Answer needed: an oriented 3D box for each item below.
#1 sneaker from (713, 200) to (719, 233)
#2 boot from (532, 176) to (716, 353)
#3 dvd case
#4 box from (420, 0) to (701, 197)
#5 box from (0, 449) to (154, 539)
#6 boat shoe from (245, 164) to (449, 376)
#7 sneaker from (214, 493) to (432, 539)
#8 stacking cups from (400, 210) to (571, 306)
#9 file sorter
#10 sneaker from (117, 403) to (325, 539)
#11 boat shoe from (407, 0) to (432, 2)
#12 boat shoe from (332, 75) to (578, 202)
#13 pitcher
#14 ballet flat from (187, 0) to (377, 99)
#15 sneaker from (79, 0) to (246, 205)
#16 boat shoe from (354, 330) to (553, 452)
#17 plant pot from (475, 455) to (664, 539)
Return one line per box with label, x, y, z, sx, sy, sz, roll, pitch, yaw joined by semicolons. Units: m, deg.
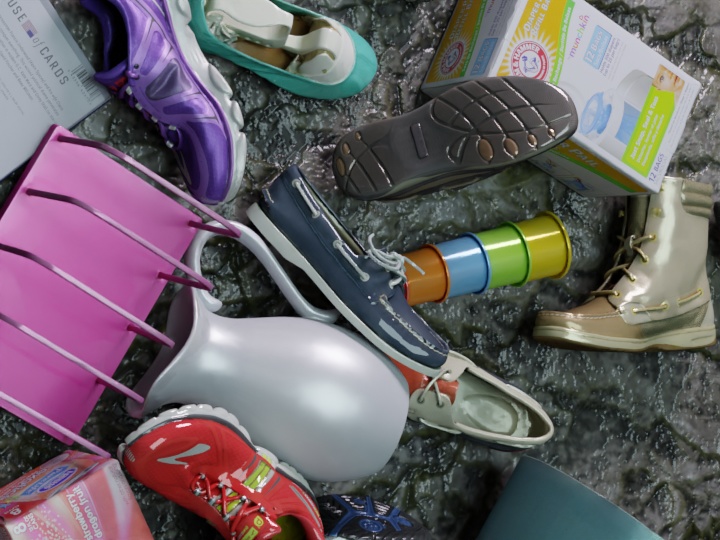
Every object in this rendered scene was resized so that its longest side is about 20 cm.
sneaker;0.402;-0.081;1.930;0.200;0.074;0.079;-38;103;-25
boot;0.231;-0.007;1.821;0.200;0.073;0.156;-1;94;-35
dvd case;-0.298;-0.132;1.535;0.200;0.025;0.150;-40;109;-25
box;0.168;-0.155;1.770;0.200;0.101;0.113;31;74;-27
box;-0.199;0.244;1.553;0.103;0.095;0.200;-29;104;-27
boat shoe;0.000;0.000;1.647;0.200;0.075;0.062;44;98;12
sneaker;-0.033;0.230;1.678;0.200;0.076;0.077;-3;115;-31
stacking cups;0.077;0.002;1.746;0.200;0.060;0.061;-16;98;-26
file sorter;-0.198;0.018;1.522;0.139;0.125;0.200;34;81;-26
sneaker;-0.090;0.164;1.537;0.077;0.085;0.200;-45;133;15
boat shoe;0.020;-0.308;1.707;0.067;0.057;0.200;-41;110;-24
boat shoe;0.077;-0.104;1.689;0.200;0.073;0.075;-13;78;10
pitcher;-0.061;0.065;1.629;0.200;0.121;0.172;21;77;-18
ballet flat;-0.060;-0.180;1.652;0.200;0.070;0.067;16;82;-30
sneaker;-0.156;-0.136;1.590;0.083;0.081;0.200;-29;95;-35
boat shoe;0.068;0.100;1.734;0.200;0.063;0.071;26;79;-27
plant pot;0.169;0.275;1.724;0.201;0.201;0.161;39;82;-25
